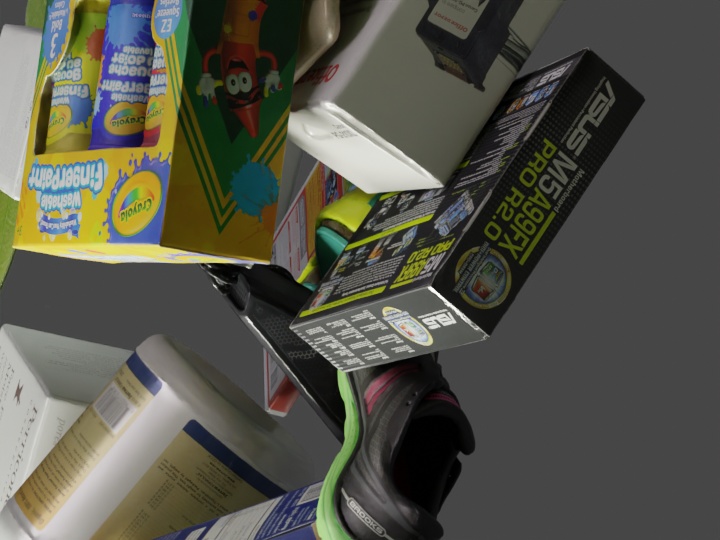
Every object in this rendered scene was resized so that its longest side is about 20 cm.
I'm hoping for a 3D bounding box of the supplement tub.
[{"bbox_3d":[-0.141,0.158,1.740,0.200,0.144,0.144,-49,22,1],"label":"supplement tub"}]

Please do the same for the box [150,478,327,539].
[{"bbox_3d":[-0.095,0.173,1.596,0.121,0.199,0.033,-47,-62,-77],"label":"box"}]

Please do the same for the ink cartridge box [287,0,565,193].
[{"bbox_3d":[0.045,-0.146,1.508,0.201,0.084,0.145,-57,14,-9],"label":"ink cartridge box"}]

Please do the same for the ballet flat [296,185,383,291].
[{"bbox_3d":[0.000,0.000,1.662,0.067,0.067,0.200,-51,-9,-23],"label":"ballet flat"}]

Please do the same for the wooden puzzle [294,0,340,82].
[{"bbox_3d":[-0.028,-0.178,1.554,0.185,0.046,0.201,-39,20,55],"label":"wooden puzzle"}]

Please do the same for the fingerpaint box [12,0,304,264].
[{"bbox_3d":[-0.115,-0.090,1.511,0.200,0.073,0.168,2,84,60],"label":"fingerpaint box"}]

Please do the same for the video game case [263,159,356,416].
[{"bbox_3d":[-0.021,-0.018,1.808,0.200,0.017,0.144,122,154,-43],"label":"video game case"}]

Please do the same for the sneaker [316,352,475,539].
[{"bbox_3d":[0.030,0.082,1.537,0.083,0.077,0.201,-20,48,31],"label":"sneaker"}]

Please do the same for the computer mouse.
[{"bbox_3d":[-0.035,0.032,1.608,0.053,0.200,0.138,-39,20,-3],"label":"computer mouse"}]

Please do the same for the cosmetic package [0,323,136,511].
[{"bbox_3d":[-0.181,0.153,1.913,0.200,0.164,0.166,-143,67,-69],"label":"cosmetic package"}]

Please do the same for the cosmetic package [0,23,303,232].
[{"bbox_3d":[-0.164,-0.096,1.994,0.200,0.198,0.124,-161,85,-71],"label":"cosmetic package"}]

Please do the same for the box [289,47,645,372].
[{"bbox_3d":[0.054,-0.028,1.464,0.161,0.044,0.200,-56,14,-20],"label":"box"}]
